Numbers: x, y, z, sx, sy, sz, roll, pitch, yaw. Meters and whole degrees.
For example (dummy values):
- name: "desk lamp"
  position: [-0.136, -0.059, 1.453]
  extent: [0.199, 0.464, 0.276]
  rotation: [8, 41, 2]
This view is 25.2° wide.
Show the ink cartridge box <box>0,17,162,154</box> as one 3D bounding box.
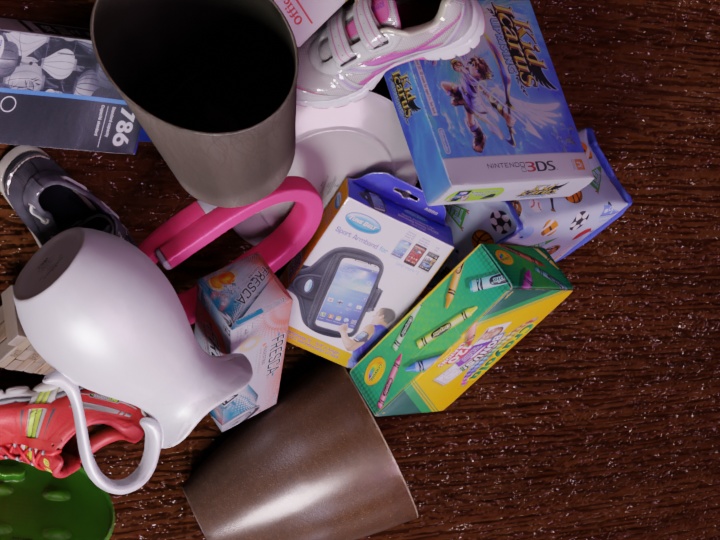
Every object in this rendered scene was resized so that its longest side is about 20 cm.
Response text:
- name: "ink cartridge box"
  position: [-0.236, -0.152, 1.352]
  extent: [0.200, 0.039, 0.100]
  rotation: [0, 116, -39]

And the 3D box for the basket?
- name: "basket"
  position: [-0.121, -0.141, 1.323]
  extent: [0.136, 0.180, 0.200]
  rotation: [-49, 164, -12]

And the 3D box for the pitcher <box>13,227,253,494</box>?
- name: "pitcher"
  position: [-0.212, 0.077, 1.365]
  extent: [0.200, 0.121, 0.172]
  rotation: [47, 69, -29]

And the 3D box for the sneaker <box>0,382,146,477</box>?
- name: "sneaker"
  position: [-0.287, 0.148, 1.435]
  extent: [0.199, 0.085, 0.077]
  rotation: [-18, 149, 2]

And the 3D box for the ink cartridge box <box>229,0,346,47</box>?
- name: "ink cartridge box"
  position: [-0.056, -0.280, 1.393]
  extent: [0.200, 0.067, 0.117]
  rotation: [-45, 135, -8]

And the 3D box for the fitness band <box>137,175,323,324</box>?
- name: "fitness band"
  position: [-0.123, -0.019, 1.462]
  extent: [0.200, 0.037, 0.144]
  rotation: [-33, 154, -5]

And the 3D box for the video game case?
- name: "video game case"
  position: [0.114, -0.163, 1.523]
  extent: [0.181, 0.201, 0.045]
  rotation: [-5, 160, -37]

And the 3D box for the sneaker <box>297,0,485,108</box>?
- name: "sneaker"
  position: [0.009, -0.214, 1.426]
  extent: [0.200, 0.082, 0.088]
  rotation: [-24, 158, 2]

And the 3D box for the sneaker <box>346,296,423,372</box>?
- name: "sneaker"
  position: [0.010, 0.064, 1.657]
  extent: [0.200, 0.075, 0.114]
  rotation: [31, 95, -44]

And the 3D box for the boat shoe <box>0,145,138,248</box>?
- name: "boat shoe"
  position: [-0.242, -0.028, 1.406]
  extent: [0.073, 0.063, 0.200]
  rotation: [-46, 137, -9]

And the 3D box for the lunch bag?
- name: "lunch bag"
  position: [0.143, -0.053, 1.650]
  extent: [0.170, 0.124, 0.200]
  rotation: [-10, 157, -35]

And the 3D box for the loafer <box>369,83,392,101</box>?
- name: "loafer"
  position: [0.058, -0.143, 1.577]
  extent: [0.199, 0.075, 0.070]
  rotation: [-1, 128, -28]

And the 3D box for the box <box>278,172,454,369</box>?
- name: "box"
  position: [0.000, 0.000, 1.548]
  extent: [0.119, 0.042, 0.200]
  rotation: [24, 122, -18]

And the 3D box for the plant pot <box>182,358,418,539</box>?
- name: "plant pot"
  position: [-0.072, 0.214, 1.634]
  extent: [0.200, 0.187, 0.187]
  rotation: [-28, 132, -6]

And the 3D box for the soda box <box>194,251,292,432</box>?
- name: "soda box"
  position: [-0.114, 0.070, 1.520]
  extent: [0.068, 0.064, 0.200]
  rotation: [-26, 154, -22]

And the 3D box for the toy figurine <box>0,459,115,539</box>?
- name: "toy figurine"
  position: [-0.345, 0.282, 1.495]
  extent: [0.199, 0.150, 0.184]
  rotation: [8, 123, -18]

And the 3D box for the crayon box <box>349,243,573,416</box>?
- name: "crayon box"
  position: [0.097, 0.059, 1.566]
  extent: [0.200, 0.058, 0.119]
  rotation: [-46, 154, 26]

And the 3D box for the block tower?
- name: "block tower"
  position: [-0.244, 0.067, 1.460]
  extent: [0.200, 0.054, 0.058]
  rotation: [17, 136, -44]

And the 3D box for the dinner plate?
- name: "dinner plate"
  position: [-0.035, -0.085, 1.520]
  extent: [0.200, 0.024, 0.201]
  rotation: [-12, 134, -12]
